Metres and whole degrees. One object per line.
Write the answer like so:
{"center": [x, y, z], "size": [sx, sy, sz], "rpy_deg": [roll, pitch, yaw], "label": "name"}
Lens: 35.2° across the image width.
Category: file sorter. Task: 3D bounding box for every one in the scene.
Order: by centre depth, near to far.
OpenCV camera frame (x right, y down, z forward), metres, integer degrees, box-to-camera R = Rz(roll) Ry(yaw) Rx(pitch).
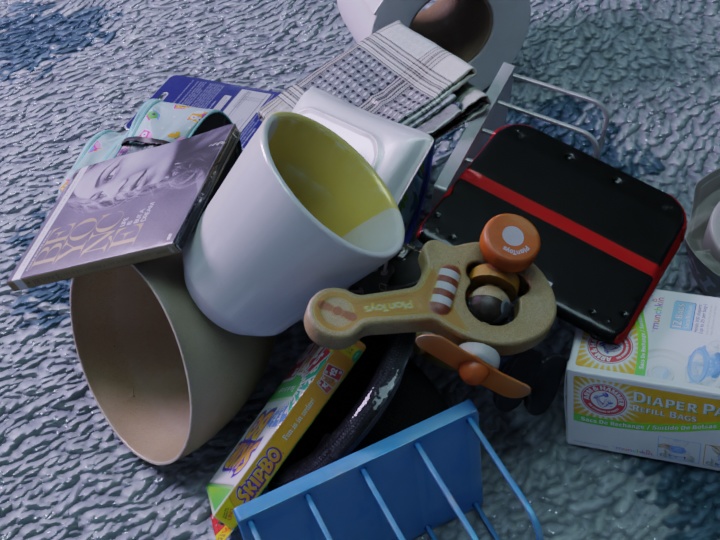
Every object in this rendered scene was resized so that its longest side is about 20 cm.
{"center": [0.028, 0.220, 0.866], "size": [0.199, 0.139, 0.123], "rpy_deg": [-23, 49, -13], "label": "file sorter"}
{"center": [0.158, -0.080, 1.136], "size": [0.124, 0.139, 0.200], "rpy_deg": [20, 51, 13], "label": "file sorter"}

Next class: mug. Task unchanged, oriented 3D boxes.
{"center": [-0.060, -0.028, 0.951], "size": [0.150, 0.153, 0.186], "rpy_deg": [50, 27, 6], "label": "mug"}

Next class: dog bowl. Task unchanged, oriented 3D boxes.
{"center": [0.409, -0.026, 1.095], "size": [0.199, 0.059, 0.201], "rpy_deg": [-5, 45, 5], "label": "dog bowl"}

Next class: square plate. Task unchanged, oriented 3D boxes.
{"center": [-0.046, -0.067, 1.054], "size": [0.200, 0.028, 0.199], "rpy_deg": [31, 90, 49], "label": "square plate"}

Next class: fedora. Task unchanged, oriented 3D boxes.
{"center": [0.009, 0.131, 0.953], "size": [0.091, 0.201, 0.201], "rpy_deg": [37, 49, -12], "label": "fedora"}

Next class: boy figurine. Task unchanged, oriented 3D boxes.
{"center": [0.091, 0.059, 1.003], "size": [0.124, 0.065, 0.200], "rpy_deg": [13, 15, -38], "label": "boy figurine"}

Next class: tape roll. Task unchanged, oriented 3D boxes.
{"center": [0.084, -0.317, 1.351], "size": [0.202, 0.203, 0.139], "rpy_deg": [-17, 44, -7], "label": "tape roll"}

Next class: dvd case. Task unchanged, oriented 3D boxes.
{"center": [-0.208, -0.055, 0.994], "size": [0.199, 0.016, 0.149], "rpy_deg": [-12, 41, 33], "label": "dvd case"}

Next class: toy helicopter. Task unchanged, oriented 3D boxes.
{"center": [0.056, 0.038, 0.873], "size": [0.199, 0.079, 0.133], "rpy_deg": [-6, 62, -14], "label": "toy helicopter"}

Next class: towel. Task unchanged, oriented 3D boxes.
{"center": [0.008, -0.169, 1.143], "size": [0.192, 0.035, 0.200], "rpy_deg": [-33, 43, -8], "label": "towel"}

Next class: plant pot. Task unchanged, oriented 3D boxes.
{"center": [-0.157, 0.060, 1.041], "size": [0.134, 0.201, 0.200], "rpy_deg": [-19, 41, -38], "label": "plant pot"}

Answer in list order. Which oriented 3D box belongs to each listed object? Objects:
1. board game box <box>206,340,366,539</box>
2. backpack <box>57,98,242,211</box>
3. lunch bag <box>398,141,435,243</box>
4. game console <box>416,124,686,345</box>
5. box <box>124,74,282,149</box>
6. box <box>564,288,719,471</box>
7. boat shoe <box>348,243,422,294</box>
{"center": [-0.070, 0.134, 0.958], "size": [0.200, 0.030, 0.096], "rpy_deg": [-56, 11, -3], "label": "board game box"}
{"center": [-0.205, -0.076, 1.179], "size": [0.153, 0.176, 0.200], "rpy_deg": [14, 54, 24], "label": "backpack"}
{"center": [-0.021, -0.102, 1.216], "size": [0.169, 0.128, 0.200], "rpy_deg": [2, 34, 20], "label": "lunch bag"}
{"center": [0.173, -0.038, 1.003], "size": [0.200, 0.031, 0.177], "rpy_deg": [29, 57, 16], "label": "game console"}
{"center": [-0.174, -0.181, 1.384], "size": [0.199, 0.032, 0.121], "rpy_deg": [14, 49, 22], "label": "box"}
{"center": [0.281, 0.093, 0.968], "size": [0.199, 0.102, 0.113], "rpy_deg": [8, 47, 19], "label": "box"}
{"center": [0.000, 0.000, 1.022], "size": [0.200, 0.057, 0.067], "rpy_deg": [-2, 42, 48], "label": "boat shoe"}
